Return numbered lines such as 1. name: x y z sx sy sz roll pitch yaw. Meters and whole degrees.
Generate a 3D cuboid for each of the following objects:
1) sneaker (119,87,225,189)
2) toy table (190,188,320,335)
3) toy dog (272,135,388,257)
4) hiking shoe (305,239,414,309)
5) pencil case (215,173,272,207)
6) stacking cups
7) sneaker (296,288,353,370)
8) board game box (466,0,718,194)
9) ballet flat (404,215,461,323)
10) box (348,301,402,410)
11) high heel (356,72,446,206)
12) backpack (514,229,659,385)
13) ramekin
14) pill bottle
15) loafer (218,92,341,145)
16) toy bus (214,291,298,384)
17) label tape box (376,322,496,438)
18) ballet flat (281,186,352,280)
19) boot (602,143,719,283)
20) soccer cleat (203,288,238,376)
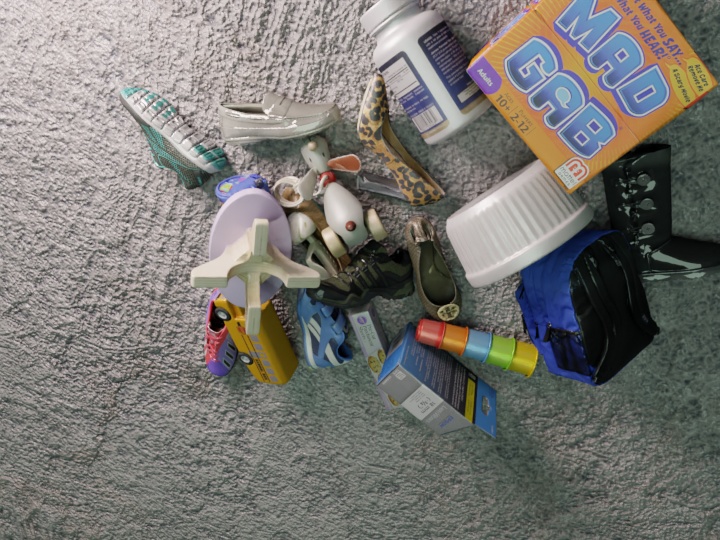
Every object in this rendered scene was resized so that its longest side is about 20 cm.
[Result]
1. sneaker: -0.320 -0.210 1.052 0.200 0.078 0.091 43 119 -6
2. toy table: -0.159 -0.008 0.968 0.183 0.117 0.201 -9 121 -10
3. toy dog: -0.041 -0.113 0.982 0.200 0.096 0.132 43 88 6
4. hiking shoe: 0.000 0.000 1.029 0.076 0.199 0.101 19 112 52
5. pencil case: -0.167 -0.065 1.052 0.078 0.087 0.201 32 145 45
6. stacking cups: 0.191 0.123 1.077 0.199 0.061 0.061 16 115 3
7. sneaker: -0.061 0.083 1.118 0.082 0.074 0.201 0 121 15
8. board game box: 0.279 -0.258 0.821 0.200 0.200 0.200 -39 100 24
9. ballet flat: 0.120 0.006 1.043 0.067 0.046 0.201 -21 115 -3
10. box: 0.034 0.154 1.143 0.041 0.039 0.201 -15 108 17
11. high heel: 0.069 -0.191 0.964 0.142 0.071 0.201 14 132 14
12. backpack: 0.316 0.042 0.954 0.168 0.162 0.201 9 126 52
13. ramekin: 0.217 -0.072 0.923 0.200 0.200 0.105 -32 92 23
14. pill bottle: 0.088 -0.288 0.902 0.111 0.111 0.200 -30 103 22
15. loafer: -0.129 -0.239 0.995 0.199 0.070 0.070 -5 120 15
16. toy bus: -0.180 0.108 1.128 0.078 0.065 0.201 3 130 27
17. label tape box: 0.132 0.197 1.080 0.200 0.144 0.063 39 115 -5
18. ballet flat: -0.075 -0.042 1.063 0.068 0.072 0.200 -21 108 38
19. boot: 0.446 -0.088 0.937 0.164 0.066 0.201 -11 106 15
20. soccer cleat: -0.259 0.117 1.174 0.068 0.073 0.201 17 115 5
